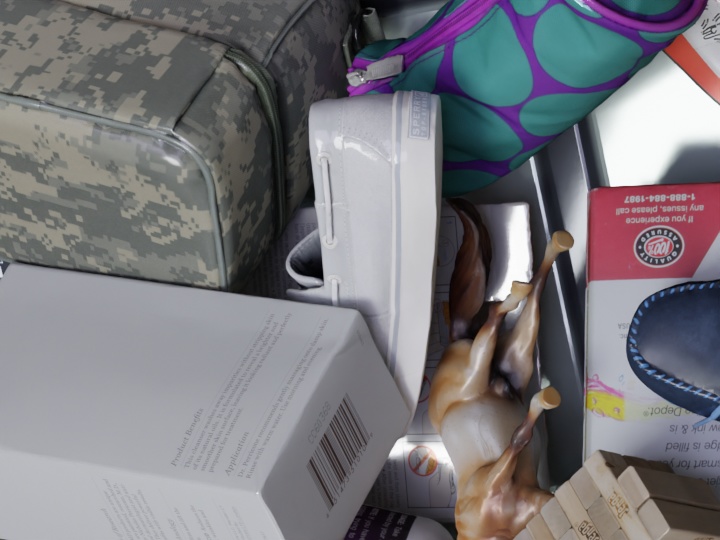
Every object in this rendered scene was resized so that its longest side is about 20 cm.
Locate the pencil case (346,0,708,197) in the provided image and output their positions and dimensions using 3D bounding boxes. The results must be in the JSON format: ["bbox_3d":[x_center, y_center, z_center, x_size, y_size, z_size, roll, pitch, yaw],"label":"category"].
[{"bbox_3d":[0.069,-0.102,1.248,0.200,0.092,0.085,-38,43,54],"label":"pencil case"}]

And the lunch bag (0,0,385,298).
[{"bbox_3d":[-0.108,-0.089,1.329,0.199,0.168,0.140,16,144,20],"label":"lunch bag"}]

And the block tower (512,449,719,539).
[{"bbox_3d":[0.074,0.159,1.202,0.200,0.058,0.054,-48,51,25],"label":"block tower"}]

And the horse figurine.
[{"bbox_3d":[0.064,0.067,1.275,0.050,0.201,0.133,7,142,-21],"label":"horse figurine"}]

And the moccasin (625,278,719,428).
[{"bbox_3d":[0.207,0.031,1.166,0.199,0.068,0.081,3,80,19],"label":"moccasin"}]

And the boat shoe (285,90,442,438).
[{"bbox_3d":[0.000,0.000,1.271,0.068,0.072,0.200,5,141,3],"label":"boat shoe"}]

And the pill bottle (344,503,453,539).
[{"bbox_3d":[-0.028,0.162,1.336,0.199,0.112,0.113,12,105,8],"label":"pill bottle"}]

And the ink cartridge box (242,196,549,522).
[{"bbox_3d":[-0.003,0.044,1.380,0.199,0.050,0.162,-3,100,15],"label":"ink cartridge box"}]

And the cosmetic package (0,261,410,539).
[{"bbox_3d":[-0.095,0.070,1.278,0.199,0.113,0.081,8,141,31],"label":"cosmetic package"}]

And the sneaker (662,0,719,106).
[{"bbox_3d":[0.180,-0.138,1.255,0.201,0.067,0.108,42,115,12],"label":"sneaker"}]

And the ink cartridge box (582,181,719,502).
[{"bbox_3d":[0.178,0.065,1.250,0.145,0.083,0.201,-1,79,18],"label":"ink cartridge box"}]
